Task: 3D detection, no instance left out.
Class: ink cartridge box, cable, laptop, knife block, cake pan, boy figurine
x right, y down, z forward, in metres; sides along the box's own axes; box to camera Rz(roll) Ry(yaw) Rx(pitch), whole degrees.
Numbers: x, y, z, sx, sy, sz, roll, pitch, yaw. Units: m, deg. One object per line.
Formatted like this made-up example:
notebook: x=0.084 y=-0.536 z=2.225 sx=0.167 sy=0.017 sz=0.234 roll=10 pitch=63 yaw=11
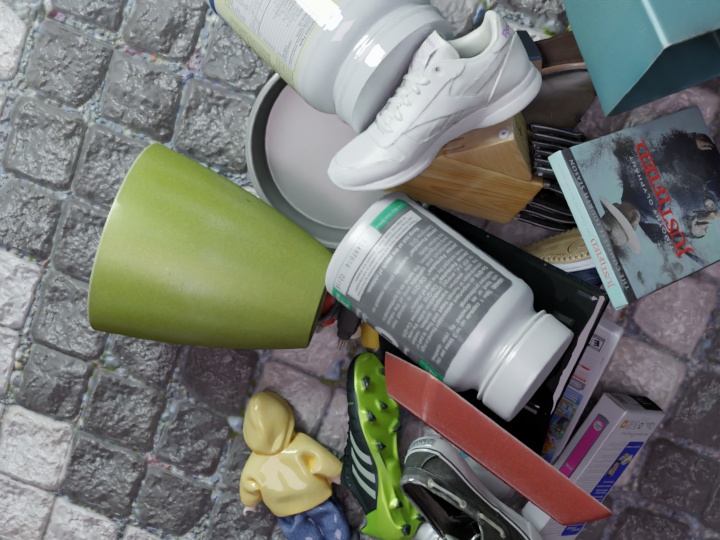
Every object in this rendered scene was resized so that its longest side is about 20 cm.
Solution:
ink cartridge box: x=0.227 y=0.214 z=1.088 sx=0.037 sy=0.094 sz=0.201 roll=40 pitch=107 yaw=36
cable: x=0.000 y=0.000 z=1.063 sx=0.097 sy=0.050 sz=0.201 roll=27 pitch=117 yaw=10
laptop: x=0.121 y=0.066 z=1.027 sx=0.186 sy=0.116 sz=0.201 roll=27 pitch=102 yaw=16
knife block: x=0.120 y=-0.086 z=1.003 sx=0.199 sy=0.064 sz=0.176 roll=-12 pitch=144 yaw=19
cake pan: x=-0.013 y=-0.121 z=1.050 sx=0.199 sy=0.037 sz=0.202 roll=2 pitch=105 yaw=6
boy figurine: x=-0.077 y=0.223 z=1.135 sx=0.124 sy=0.064 sz=0.201 roll=-25 pitch=100 yaw=12

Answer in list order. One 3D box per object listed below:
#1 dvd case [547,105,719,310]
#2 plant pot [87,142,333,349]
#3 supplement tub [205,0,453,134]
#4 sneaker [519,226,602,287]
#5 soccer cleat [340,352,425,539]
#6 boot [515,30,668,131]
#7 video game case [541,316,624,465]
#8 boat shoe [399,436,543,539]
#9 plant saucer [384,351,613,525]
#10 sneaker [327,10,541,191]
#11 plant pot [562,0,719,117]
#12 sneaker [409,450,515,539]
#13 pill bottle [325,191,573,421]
dvd case: x=0.270 y=-0.062 z=0.961 sx=0.199 sy=0.022 sz=0.147 roll=-19 pitch=84 yaw=-33
plant pot: x=-0.130 y=-0.002 z=1.016 sx=0.199 sy=0.187 sz=0.188 roll=18 pitch=106 yaw=1
supplement tub: x=-0.030 y=-0.232 z=0.939 sx=0.200 sy=0.145 sz=0.145 roll=45 pitch=106 yaw=17
sneaker: x=0.198 y=0.026 z=1.028 sx=0.199 sy=0.070 sz=0.109 roll=-17 pitch=109 yaw=36
soccer cleat: x=0.008 y=0.184 z=1.090 sx=0.081 sy=0.067 sz=0.202 roll=-7 pitch=97 yaw=42
boot: x=0.201 y=-0.173 z=1.014 sx=0.198 sy=0.075 sz=0.097 roll=1 pitch=130 yaw=-4
video game case: x=0.157 y=0.097 z=1.042 sx=0.143 sy=0.018 sz=0.201 roll=29 pitch=131 yaw=15
boat shoe: x=0.107 y=0.249 z=1.020 sx=0.071 sy=0.064 sz=0.200 roll=-32 pitch=109 yaw=37
plant saucer: x=0.108 y=0.154 z=0.959 sx=0.200 sy=0.200 sz=0.037 roll=38 pitch=85 yaw=-8
sneaker: x=0.050 y=-0.144 z=0.895 sx=0.199 sy=0.075 sz=0.100 roll=-33 pitch=125 yaw=1
plant pot: x=0.251 y=-0.267 z=0.910 sx=0.140 sy=0.141 sz=0.201 roll=-21 pitch=79 yaw=-12
sneaker: x=0.098 y=0.264 z=1.101 sx=0.075 sy=0.087 sz=0.200 roll=33 pitch=116 yaw=-7
pill bottle: x=0.077 y=0.031 z=0.920 sx=0.200 sy=0.113 sz=0.113 roll=38 pitch=106 yaw=15
